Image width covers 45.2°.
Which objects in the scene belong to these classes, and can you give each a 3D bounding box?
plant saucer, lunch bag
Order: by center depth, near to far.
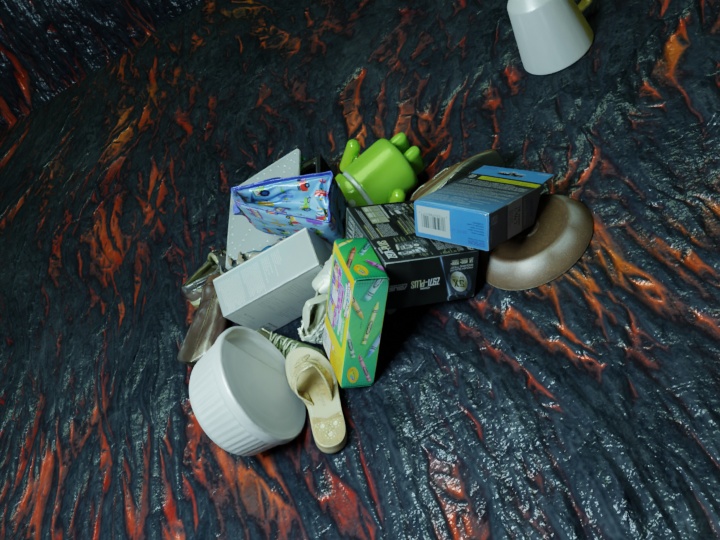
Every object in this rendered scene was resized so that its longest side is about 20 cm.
[{"bbox_3d":[0.271,-0.057,1.382,0.198,0.037,0.202,-24,37,19],"label":"plant saucer"},{"bbox_3d":[-0.132,-0.104,1.533,0.196,0.151,0.096,0,75,10],"label":"lunch bag"}]

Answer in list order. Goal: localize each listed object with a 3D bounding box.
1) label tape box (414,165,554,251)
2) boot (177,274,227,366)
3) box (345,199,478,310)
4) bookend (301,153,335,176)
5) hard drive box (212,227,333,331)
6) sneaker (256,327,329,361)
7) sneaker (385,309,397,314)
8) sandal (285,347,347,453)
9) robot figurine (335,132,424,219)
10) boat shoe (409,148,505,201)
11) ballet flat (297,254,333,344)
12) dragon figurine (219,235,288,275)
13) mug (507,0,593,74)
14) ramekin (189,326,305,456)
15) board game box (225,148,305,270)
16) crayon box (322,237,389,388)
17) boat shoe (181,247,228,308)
[{"bbox_3d":[0.200,-0.103,1.376,0.143,0.064,0.199,14,30,40],"label":"label tape box"},{"bbox_3d":[-0.252,0.097,1.656,0.183,0.064,0.203,-9,48,30],"label":"boot"},{"bbox_3d":[0.079,-0.031,1.415,0.161,0.088,0.201,-7,31,-18],"label":"box"},{"bbox_3d":[-0.139,-0.105,1.749,0.198,0.092,0.201,-26,37,18],"label":"bookend"},{"bbox_3d":[-0.134,0.024,1.533,0.198,0.156,0.078,-27,66,13],"label":"hard drive box"},{"bbox_3d":[-0.152,0.141,1.485,0.197,0.090,0.068,-3,46,39],"label":"sneaker"},{"bbox_3d":[0.000,0.000,1.496,0.200,0.085,0.076,54,129,57],"label":"sneaker"},{"bbox_3d":[-0.070,0.178,1.351,0.076,0.070,0.213,-17,47,-8],"label":"sandal"},{"bbox_3d":[0.029,-0.169,1.650,0.199,0.116,0.176,-39,65,-4],"label":"robot figurine"},{"bbox_3d":[0.164,-0.157,1.556,0.198,0.076,0.074,-33,32,6],"label":"boat shoe"},{"bbox_3d":[-0.057,0.045,1.442,0.072,0.070,0.203,-107,31,-54],"label":"ballet flat"},{"bbox_3d":[-0.192,-0.012,1.615,0.098,0.060,0.199,-12,-8,-31],"label":"dragon figurine"},{"bbox_3d":[0.365,-0.505,1.701,0.147,0.154,0.189,-10,43,34],"label":"mug"},{"bbox_3d":[-0.184,0.198,1.369,0.094,0.202,0.204,-34,34,22],"label":"ramekin"},{"bbox_3d":[-0.187,-0.117,1.716,0.198,0.026,0.203,-27,49,32],"label":"board game box"},{"bbox_3d":[-0.010,0.067,1.354,0.057,0.203,0.119,-3,33,-18],"label":"crayon box"},{"bbox_3d":[-0.291,-0.012,1.803,0.073,0.065,0.201,13,58,50],"label":"boat shoe"}]
